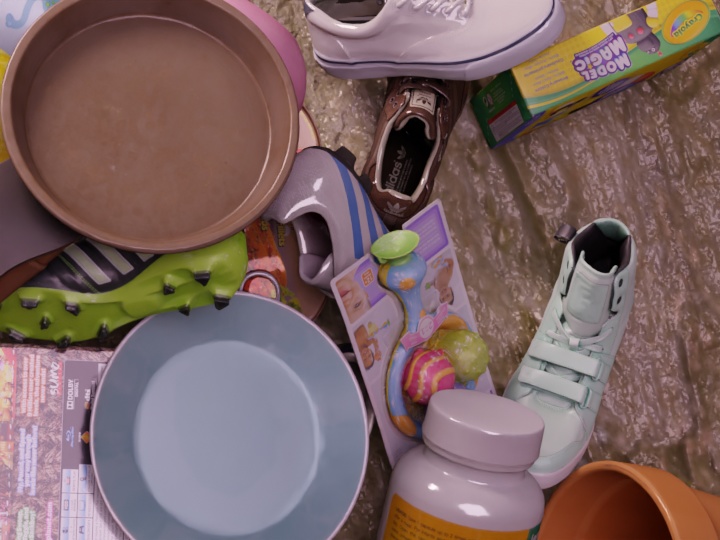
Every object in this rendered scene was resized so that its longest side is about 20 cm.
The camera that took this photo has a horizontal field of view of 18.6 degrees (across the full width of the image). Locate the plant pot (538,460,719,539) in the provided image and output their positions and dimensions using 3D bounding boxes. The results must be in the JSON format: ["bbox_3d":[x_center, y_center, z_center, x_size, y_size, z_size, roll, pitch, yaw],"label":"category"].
[{"bbox_3d":[0.229,0.240,1.581,0.139,0.200,0.202,4,79,-28],"label":"plant pot"}]

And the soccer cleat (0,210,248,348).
[{"bbox_3d":[-0.168,-0.001,1.489,0.198,0.068,0.082,-10,50,15],"label":"soccer cleat"}]

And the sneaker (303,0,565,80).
[{"bbox_3d":[0.049,-0.184,1.606,0.198,0.071,0.074,-6,50,21],"label":"sneaker"}]

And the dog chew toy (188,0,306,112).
[{"bbox_3d":[-0.126,-0.097,1.555,0.124,0.125,0.201,34,84,-5],"label":"dog chew toy"}]

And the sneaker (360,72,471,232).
[{"bbox_3d":[0.050,-0.124,1.654,0.070,0.076,0.202,15,78,-10],"label":"sneaker"}]

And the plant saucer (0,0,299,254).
[{"bbox_3d":[-0.139,-0.100,1.452,0.198,0.030,0.202,5,67,-11],"label":"plant saucer"}]

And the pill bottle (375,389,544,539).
[{"bbox_3d":[0.067,0.192,1.546,0.112,0.113,0.202,10,105,-11],"label":"pill bottle"}]

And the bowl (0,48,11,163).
[{"bbox_3d":[-0.304,-0.057,1.488,0.199,0.201,0.108,28,31,-7],"label":"bowl"}]

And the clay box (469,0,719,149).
[{"bbox_3d":[0.191,-0.160,1.673,0.199,0.115,0.048,-23,87,-15],"label":"clay box"}]

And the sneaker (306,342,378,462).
[{"bbox_3d":[-0.041,0.140,1.579,0.067,0.090,0.201,27,76,-8],"label":"sneaker"}]

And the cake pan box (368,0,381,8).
[{"bbox_3d":[0.025,-0.326,1.698,0.184,0.052,0.201,-35,89,-18],"label":"cake pan box"}]

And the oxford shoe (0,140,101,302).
[{"bbox_3d":[-0.238,-0.017,1.445,0.200,0.071,0.071,-39,81,-24],"label":"oxford shoe"}]

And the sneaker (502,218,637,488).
[{"bbox_3d":[0.148,0.053,1.600,0.073,0.119,0.201,16,57,14],"label":"sneaker"}]

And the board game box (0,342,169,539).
[{"bbox_3d":[-0.238,0.137,1.531,0.198,0.097,0.161,4,79,-12],"label":"board game box"}]

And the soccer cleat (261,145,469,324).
[{"bbox_3d":[0.000,0.000,1.601,0.200,0.070,0.087,50,60,-25],"label":"soccer cleat"}]

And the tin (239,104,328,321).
[{"bbox_3d":[-0.081,-0.041,1.630,0.111,0.042,0.202,-3,80,-9],"label":"tin"}]

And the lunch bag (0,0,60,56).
[{"bbox_3d":[-0.263,-0.136,1.566,0.169,0.127,0.201,27,92,-6],"label":"lunch bag"}]

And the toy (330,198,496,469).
[{"bbox_3d":[0.056,0.064,1.575,0.115,0.047,0.201,-37,121,-31],"label":"toy"}]

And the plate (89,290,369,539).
[{"bbox_3d":[-0.091,0.115,1.509,0.198,0.026,0.202,3,80,-17],"label":"plate"}]
